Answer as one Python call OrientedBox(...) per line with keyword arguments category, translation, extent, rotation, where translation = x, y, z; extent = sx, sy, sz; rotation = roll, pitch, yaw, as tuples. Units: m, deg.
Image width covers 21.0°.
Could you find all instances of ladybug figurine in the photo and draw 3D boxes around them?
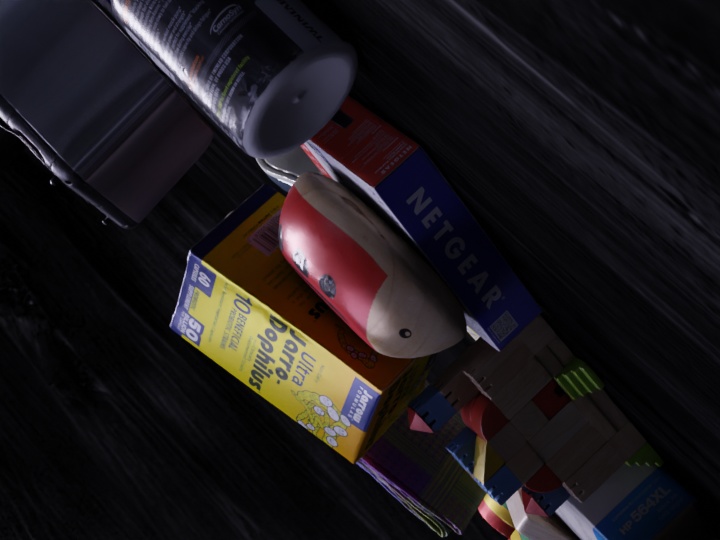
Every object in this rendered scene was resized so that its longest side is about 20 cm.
OrientedBox(category="ladybug figurine", translation=(0.000, 0.000, 1.507), extent=(0.200, 0.072, 0.136), rotation=(44, 174, 36))

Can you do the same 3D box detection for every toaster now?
OrientedBox(category="toaster", translation=(-0.228, -0.144, 1.518), extent=(0.181, 0.119, 0.200), rotation=(45, 179, 14))

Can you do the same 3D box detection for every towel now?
OrientedBox(category="towel", translation=(0.028, 0.133, 1.679), extent=(0.200, 0.023, 0.144), rotation=(38, -144, 1))

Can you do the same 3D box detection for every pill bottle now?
OrientedBox(category="pill bottle", translation=(-0.103, -0.179, 1.357), extent=(0.200, 0.106, 0.106), rotation=(45, 175, 22))

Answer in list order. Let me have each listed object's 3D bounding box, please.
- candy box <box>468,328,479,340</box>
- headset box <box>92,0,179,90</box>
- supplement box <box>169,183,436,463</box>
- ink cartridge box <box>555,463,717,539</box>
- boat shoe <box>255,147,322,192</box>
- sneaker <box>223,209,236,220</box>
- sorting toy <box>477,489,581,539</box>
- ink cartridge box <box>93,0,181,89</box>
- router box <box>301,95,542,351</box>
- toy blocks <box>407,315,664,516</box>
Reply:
OrientedBox(category="candy box", translation=(0.089, 0.021, 1.766), extent=(0.200, 0.026, 0.102), rotation=(48, 172, -8))
OrientedBox(category="headset box", translation=(-0.185, -0.249, 1.587), extent=(0.200, 0.093, 0.174), rotation=(46, 176, 2))
OrientedBox(category="supplement box", translation=(-0.042, 0.043, 1.606), extent=(0.200, 0.110, 0.109), rotation=(35, 140, 13))
OrientedBox(category="ink cartridge box", translation=(0.214, 0.192, 1.706), extent=(0.200, 0.084, 0.146), rotation=(45, 174, 36))
OrientedBox(category="boat shoe", translation=(-0.029, -0.080, 1.731), extent=(0.200, 0.075, 0.062), rotation=(26, 149, 53))
OrientedBox(category="sneaker", translation=(-0.033, 0.001, 1.740), extent=(0.200, 0.071, 0.076), rotation=(21, 176, -3))
OrientedBox(category="sorting toy", translation=(0.205, 0.263, 1.862), extent=(0.200, 0.070, 0.199), rotation=(30, -166, -15))
OrientedBox(category="ink cartridge box", translation=(-0.170, -0.242, 1.473), extent=(0.200, 0.099, 0.039), rotation=(47, 177, 8))
OrientedBox(category="router box", translation=(0.036, -0.048, 1.530), extent=(0.200, 0.049, 0.179), rotation=(51, 174, -35))
OrientedBox(category="toy blocks", translation=(0.133, 0.129, 1.591), extent=(0.200, 0.137, 0.100), rotation=(48, 175, -18))
